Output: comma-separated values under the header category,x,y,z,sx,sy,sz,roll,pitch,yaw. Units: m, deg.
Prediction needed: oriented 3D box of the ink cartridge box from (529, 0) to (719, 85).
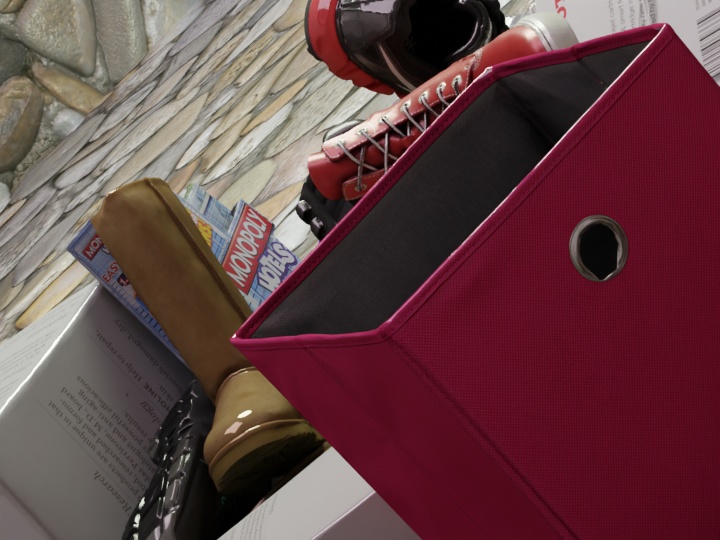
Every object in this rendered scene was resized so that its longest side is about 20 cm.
category,x,y,z,sx,sy,sz,roll,pitch,yaw
ink cartridge box,0.200,-0.133,1.639,0.200,0.084,0.145,-30,54,42

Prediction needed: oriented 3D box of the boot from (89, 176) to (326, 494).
category,x,y,z,sx,sy,sz,roll,pitch,yaw
boot,-0.102,0.037,1.736,0.066,0.200,0.175,-35,-8,6

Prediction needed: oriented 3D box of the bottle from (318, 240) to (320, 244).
category,x,y,z,sx,sy,sz,roll,pitch,yaw
bottle,0.014,-0.010,1.922,0.065,0.083,0.200,-52,13,0

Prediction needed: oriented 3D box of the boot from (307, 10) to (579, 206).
category,x,y,z,sx,sy,sz,roll,pitch,yaw
boot,0.047,-0.081,1.596,0.144,0.073,0.200,-22,-2,-15

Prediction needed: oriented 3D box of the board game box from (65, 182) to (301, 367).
category,x,y,z,sx,sy,sz,roll,pitch,yaw
board game box,-0.093,0.007,1.910,0.062,0.200,0.200,-47,11,22

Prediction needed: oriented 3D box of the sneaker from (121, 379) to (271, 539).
category,x,y,z,sx,sy,sz,roll,pitch,yaw
sneaker,-0.092,0.135,1.761,0.075,0.079,0.200,-52,11,24

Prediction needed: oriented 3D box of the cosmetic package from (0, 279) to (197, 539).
category,x,y,z,sx,sy,sz,roll,pitch,yaw
cosmetic package,-0.203,0.147,1.872,0.167,0.166,0.200,-31,16,40

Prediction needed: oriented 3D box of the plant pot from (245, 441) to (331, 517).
category,x,y,z,sx,sy,sz,roll,pitch,yaw
plant pot,-0.025,0.146,1.666,0.200,0.027,0.200,-41,13,11

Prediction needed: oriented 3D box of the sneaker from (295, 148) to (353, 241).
category,x,y,z,sx,sy,sz,roll,pitch,yaw
sneaker,0.000,0.000,1.786,0.099,0.071,0.201,18,90,39

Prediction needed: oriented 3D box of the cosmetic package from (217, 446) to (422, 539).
category,x,y,z,sx,sy,sz,roll,pitch,yaw
cosmetic package,0.014,0.133,1.469,0.200,0.085,0.108,-38,14,15

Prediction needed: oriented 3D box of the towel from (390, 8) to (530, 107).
category,x,y,z,sx,sy,sz,roll,pitch,yaw
towel,0.094,-0.118,2.026,0.165,0.086,0.200,-22,24,53

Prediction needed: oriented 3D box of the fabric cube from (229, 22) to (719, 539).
category,x,y,z,sx,sy,sz,roll,pitch,yaw
fabric cube,0.098,0.034,1.294,0.196,0.199,0.200,-45,13,-17

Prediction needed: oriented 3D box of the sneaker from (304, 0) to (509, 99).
category,x,y,z,sx,sy,sz,roll,pitch,yaw
sneaker,0.064,-0.127,1.745,0.098,0.200,0.071,-5,67,51
